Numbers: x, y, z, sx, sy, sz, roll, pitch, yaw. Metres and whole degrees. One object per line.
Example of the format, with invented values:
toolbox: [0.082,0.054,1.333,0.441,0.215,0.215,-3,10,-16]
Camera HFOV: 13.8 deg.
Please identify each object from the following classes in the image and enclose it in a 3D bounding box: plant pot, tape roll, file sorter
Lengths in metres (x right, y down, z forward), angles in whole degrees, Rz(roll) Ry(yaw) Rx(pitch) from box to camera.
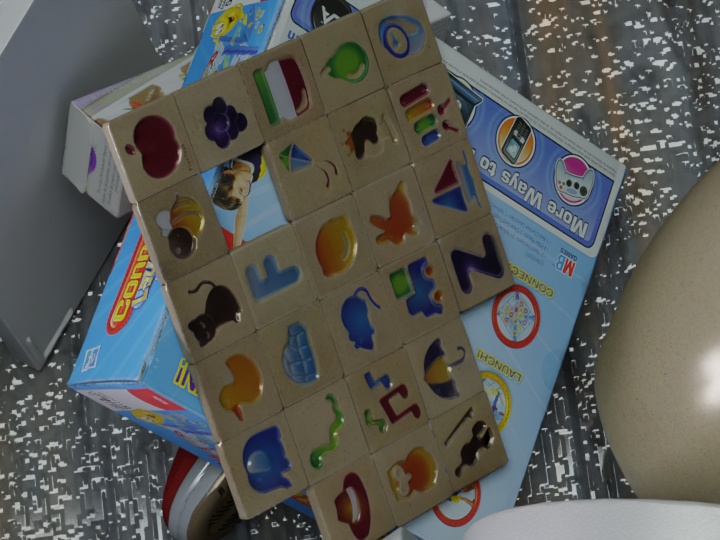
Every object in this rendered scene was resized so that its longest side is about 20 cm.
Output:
plant pot: [0.176,0.045,1.227,0.134,0.200,0.201,-29,67,25]
tape roll: [0.137,0.133,1.176,0.202,0.203,0.037,4,71,7]
file sorter: [-0.178,-0.073,1.286,0.124,0.200,0.139,25,74,18]

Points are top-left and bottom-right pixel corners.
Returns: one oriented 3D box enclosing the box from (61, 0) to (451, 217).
box: [-0.043,-0.079,1.300,0.200,0.042,0.039,-27,53,-39]

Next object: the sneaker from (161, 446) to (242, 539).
sneaker: [-0.063,0.018,1.306,0.112,0.071,0.200,26,67,10]

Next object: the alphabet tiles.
alphabet tiles: [-0.006,0.006,1.202,0.167,0.008,0.201,-27,104,-36]

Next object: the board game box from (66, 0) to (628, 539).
board game box: [0.000,0.000,1.247,0.056,0.200,0.196,-4,60,52]

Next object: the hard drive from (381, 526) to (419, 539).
hard drive: [-0.043,0.205,1.185,0.200,0.027,0.132,-37,35,17]
